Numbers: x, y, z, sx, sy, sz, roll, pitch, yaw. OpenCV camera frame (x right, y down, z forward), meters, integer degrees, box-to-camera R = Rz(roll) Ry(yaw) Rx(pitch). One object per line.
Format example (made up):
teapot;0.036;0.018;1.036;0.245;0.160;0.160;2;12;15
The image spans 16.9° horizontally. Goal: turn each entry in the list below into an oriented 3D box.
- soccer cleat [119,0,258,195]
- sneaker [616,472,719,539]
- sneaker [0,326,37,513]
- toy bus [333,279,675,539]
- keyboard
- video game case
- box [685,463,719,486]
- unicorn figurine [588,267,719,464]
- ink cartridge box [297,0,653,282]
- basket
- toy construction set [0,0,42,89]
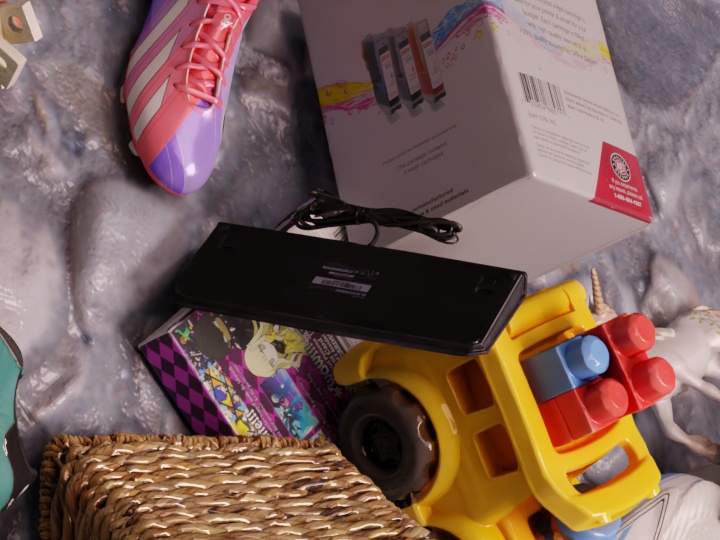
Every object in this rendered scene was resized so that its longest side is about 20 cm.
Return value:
soccer cleat;-0.095;-0.142;1.458;0.067;0.076;0.201;27;55;-35
sneaker;0.166;0.208;1.585;0.200;0.072;0.072;-42;111;-32
sneaker;-0.224;0.034;1.261;0.080;0.071;0.201;-13;87;-52
toy bus;0.108;0.106;1.416;0.135;0.191;0.201;-21;89;-49
keyboard;0.000;0.000;1.398;0.127;0.199;0.021;-56;148;-45
video game case;-0.021;0.079;1.465;0.201;0.036;0.181;57;43;-10
box;0.300;0.222;1.696;0.200;0.082;0.069;48;46;-21
unicorn figurine;0.224;0.065;1.691;0.137;0.074;0.200;41;18;17
ink cartridge box;0.071;-0.107;1.536;0.145;0.144;0.201;16;56;-50
basket;-0.074;0.182;1.325;0.199;0.149;0.144;2;112;-35
toy construction set;-0.264;-0.112;1.232;0.200;0.131;0.093;-23;90;-48
